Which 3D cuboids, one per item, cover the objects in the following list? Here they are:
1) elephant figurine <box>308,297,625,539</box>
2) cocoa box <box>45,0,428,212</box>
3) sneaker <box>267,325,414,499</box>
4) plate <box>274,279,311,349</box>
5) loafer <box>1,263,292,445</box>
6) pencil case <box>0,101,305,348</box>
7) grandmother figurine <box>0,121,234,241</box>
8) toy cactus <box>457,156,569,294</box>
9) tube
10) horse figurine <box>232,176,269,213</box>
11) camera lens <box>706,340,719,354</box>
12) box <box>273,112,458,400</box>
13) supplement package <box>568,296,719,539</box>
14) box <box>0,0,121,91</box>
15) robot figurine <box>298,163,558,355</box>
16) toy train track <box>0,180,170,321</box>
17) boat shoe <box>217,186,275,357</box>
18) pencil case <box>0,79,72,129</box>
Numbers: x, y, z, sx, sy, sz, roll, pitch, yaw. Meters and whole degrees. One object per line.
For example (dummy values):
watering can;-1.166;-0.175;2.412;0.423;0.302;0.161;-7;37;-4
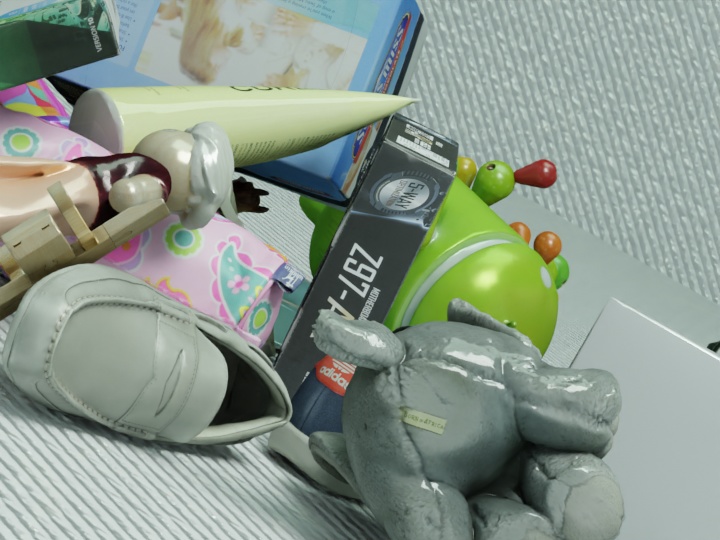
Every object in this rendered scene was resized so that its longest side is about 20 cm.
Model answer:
elephant figurine;0.045;0.089;1.393;0.140;0.156;0.200;-5;1;-5
cocoa box;-0.076;-0.136;1.797;0.199;0.134;0.131;21;-5;9
sneaker;0.035;0.076;1.515;0.075;0.085;0.200;32;8;28
plate;-0.066;0.011;1.824;0.199;0.026;0.200;28;8;-4
loafer;-0.092;0.042;1.333;0.069;0.070;0.200;22;3;25
pencil case;-0.132;-0.013;1.509;0.199;0.088;0.087;30;7;4
grandmother figurine;-0.139;-0.037;1.415;0.199;0.061;0.121;-14;17;-42
toy cactus;0.061;-0.008;2.022;0.164;0.103;0.200;-4;-30;-5
tube;-0.066;-0.079;1.611;0.199;0.052;0.058;-6;32;-39
horse figurine;-0.168;-0.068;1.832;0.199;0.050;0.133;16;11;-23
camera lens;0.276;0.130;1.740;0.199;0.161;0.160;31;8;19
box;0.000;0.000;1.608;0.043;0.161;0.200;25;7;-1
supplement package;0.160;0.100;1.580;0.117;0.118;0.200;30;-1;10
box;-0.222;-0.106;1.517;0.144;0.199;0.037;-116;-172;-78
robot figurine;0.045;0.004;1.880;0.200;0.115;0.176;45;-17;38
toy train track;-0.140;0.000;1.356;0.033;0.114;0.200;57;-5;13
boat shoe;-0.091;-0.005;1.691;0.059;0.072;0.200;-12;31;-7
pencil case;-0.196;-0.071;1.674;0.088;0.089;0.200;24;8;-28
